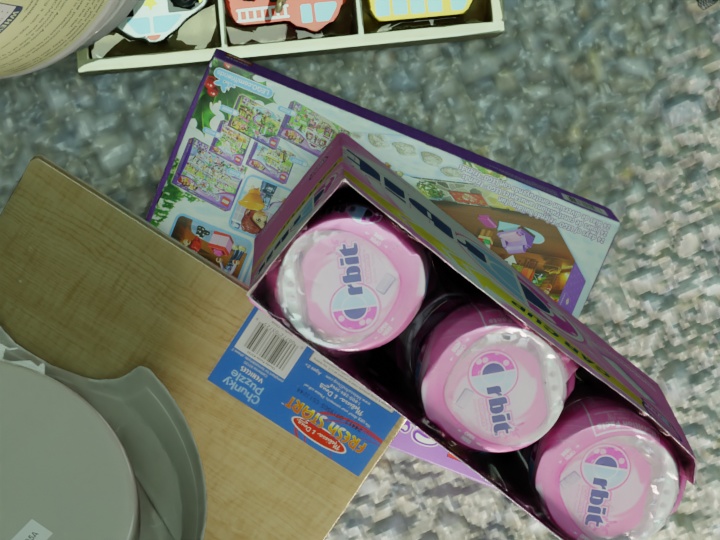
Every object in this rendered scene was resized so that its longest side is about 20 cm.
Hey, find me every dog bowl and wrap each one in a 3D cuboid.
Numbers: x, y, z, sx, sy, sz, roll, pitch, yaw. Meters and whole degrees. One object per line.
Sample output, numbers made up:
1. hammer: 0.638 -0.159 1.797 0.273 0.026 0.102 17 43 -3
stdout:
1. dog bowl: -0.166 0.104 0.953 0.199 0.059 0.201 7 49 -8

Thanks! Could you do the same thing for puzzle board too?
1. puzzle board: -0.093 0.059 1.028 0.200 0.017 0.151 32 114 -3

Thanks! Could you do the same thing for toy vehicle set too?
1. toy vehicle set: -0.037 -0.161 1.058 0.199 0.027 0.125 -6 91 -6

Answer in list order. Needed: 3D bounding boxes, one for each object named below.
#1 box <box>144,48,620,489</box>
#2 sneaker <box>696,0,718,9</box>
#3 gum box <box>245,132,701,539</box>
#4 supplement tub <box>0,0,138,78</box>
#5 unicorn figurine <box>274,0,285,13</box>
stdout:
1. box: 0.000 0.000 1.043 0.199 0.039 0.137 22 100 -6
2. sneaker: 0.113 -0.170 1.034 0.200 0.078 0.140 -39 102 -20
3. gum box: 0.049 0.035 0.973 0.200 0.114 0.066 38 99 -9
4. supplement tub: -0.175 -0.153 0.942 0.144 0.200 0.146 1 92 18
5. unicorn figurine: -0.045 -0.237 0.993 0.074 0.137 0.201 -20 70 3
